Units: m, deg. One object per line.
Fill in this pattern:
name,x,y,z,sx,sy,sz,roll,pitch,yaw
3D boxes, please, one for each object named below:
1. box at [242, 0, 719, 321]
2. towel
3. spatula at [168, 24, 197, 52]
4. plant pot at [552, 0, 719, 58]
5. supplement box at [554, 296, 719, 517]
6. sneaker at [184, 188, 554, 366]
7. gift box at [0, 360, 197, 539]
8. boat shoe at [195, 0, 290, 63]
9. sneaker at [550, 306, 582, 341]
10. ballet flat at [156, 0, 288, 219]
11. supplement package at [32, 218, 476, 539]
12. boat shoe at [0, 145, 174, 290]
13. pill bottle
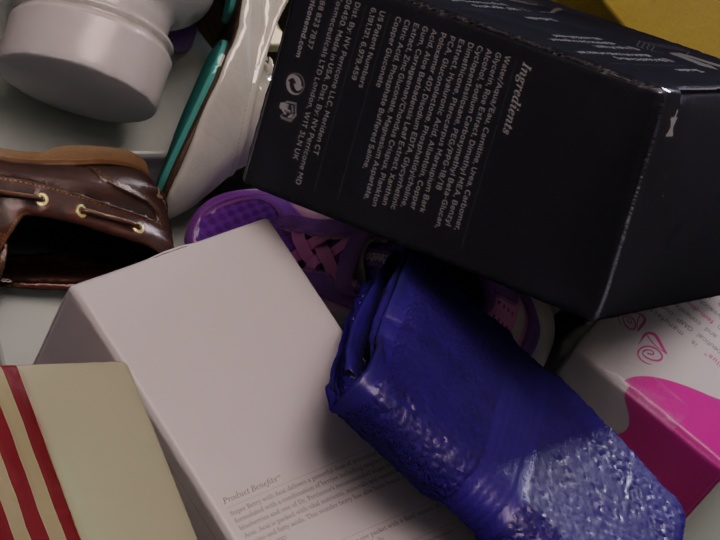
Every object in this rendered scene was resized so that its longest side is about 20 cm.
box,0.082,-0.067,1.413,0.199,0.118,0.196,21,13,24
towel,0.067,0.092,1.354,0.200,0.050,0.148,43,27,-11
spatula,-0.107,-0.210,1.643,0.056,0.021,0.201,26,46,-23
plant pot,0.183,-0.164,1.617,0.176,0.200,0.200,-41,93,-20
supplement box,0.182,0.041,1.535,0.101,0.103,0.200,40,49,7
sneaker,0.000,0.000,1.463,0.199,0.088,0.081,19,80,17
gift box,-0.181,0.166,1.240,0.199,0.185,0.187,-6,57,-33
boat shoe,-0.010,-0.120,1.595,0.200,0.074,0.066,37,20,9
sneaker,0.088,-0.024,1.557,0.115,0.076,0.200,46,54,10
ballet flat,-0.052,-0.116,1.526,0.069,0.069,0.201,19,80,-9
supplement package,-0.058,0.099,1.377,0.121,0.120,0.200,-20,66,-34
boat shoe,-0.187,-0.023,1.442,0.199,0.070,0.071,-3,53,-25
pill bottle,-0.123,-0.187,1.530,0.114,0.114,0.201,18,75,-10
